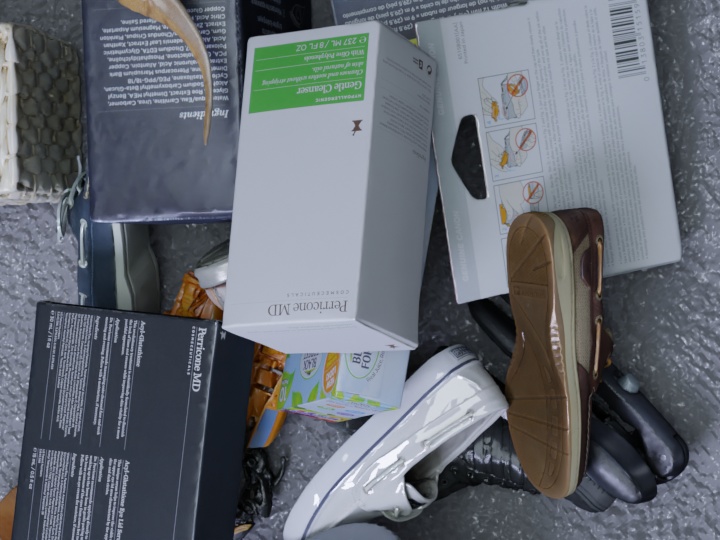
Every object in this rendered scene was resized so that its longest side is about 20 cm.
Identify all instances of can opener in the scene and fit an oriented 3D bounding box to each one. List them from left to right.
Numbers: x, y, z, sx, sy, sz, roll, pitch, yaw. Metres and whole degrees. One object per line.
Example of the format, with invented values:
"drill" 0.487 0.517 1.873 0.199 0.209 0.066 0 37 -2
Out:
"can opener" 0.155 0.077 1.577 0.063 0.079 0.200 -44 73 18

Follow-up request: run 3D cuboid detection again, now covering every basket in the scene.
"basket" -0.282 -0.109 1.603 0.123 0.200 0.136 -1 91 8

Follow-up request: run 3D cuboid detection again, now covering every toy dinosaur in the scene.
"toy dinosaur" -0.139 -0.187 1.447 0.200 0.060 0.106 39 124 16

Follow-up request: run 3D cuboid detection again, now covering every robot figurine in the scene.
"robot figurine" -0.119 0.109 1.638 0.145 0.058 0.200 22 95 14

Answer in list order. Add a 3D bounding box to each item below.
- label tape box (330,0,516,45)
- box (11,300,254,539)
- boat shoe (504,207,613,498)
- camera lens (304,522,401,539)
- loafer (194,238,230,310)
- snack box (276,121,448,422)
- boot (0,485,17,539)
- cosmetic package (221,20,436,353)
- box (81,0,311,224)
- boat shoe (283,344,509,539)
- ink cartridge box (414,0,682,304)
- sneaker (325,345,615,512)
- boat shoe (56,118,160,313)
"label tape box" 0.052 -0.208 1.593 0.143 0.066 0.200 -11 94 12
"box" -0.159 0.128 1.551 0.141 0.079 0.200 6 89 22
"boat shoe" 0.144 0.055 1.507 0.072 0.072 0.200 11 108 56
"camera lens" 0.019 0.294 1.529 0.160 0.160 0.200 -29 118 12
"loafer" -0.076 0.008 1.559 0.072 0.200 0.063 -23 95 6
"snack box" 0.000 0.000 1.544 0.053 0.142 0.200 13 79 -15
"boot" -0.163 0.212 1.626 0.188 0.068 0.200 -36 87 41
"cosmetic package" -0.018 -0.051 1.445 0.108 0.085 0.200 -5 72 30
"box" -0.110 -0.133 1.562 0.117 0.197 0.200 -3 91 13
"boat shoe" 0.026 0.141 1.548 0.200 0.072 0.066 -47 67 15
"ink cartridge box" 0.126 -0.088 1.535 0.173 0.044 0.200 -11 98 -16
"sneaker" 0.080 0.133 1.597 0.200 0.060 0.104 40 104 10
"boat shoe" -0.187 -0.038 1.623 0.062 0.075 0.200 6 122 16
